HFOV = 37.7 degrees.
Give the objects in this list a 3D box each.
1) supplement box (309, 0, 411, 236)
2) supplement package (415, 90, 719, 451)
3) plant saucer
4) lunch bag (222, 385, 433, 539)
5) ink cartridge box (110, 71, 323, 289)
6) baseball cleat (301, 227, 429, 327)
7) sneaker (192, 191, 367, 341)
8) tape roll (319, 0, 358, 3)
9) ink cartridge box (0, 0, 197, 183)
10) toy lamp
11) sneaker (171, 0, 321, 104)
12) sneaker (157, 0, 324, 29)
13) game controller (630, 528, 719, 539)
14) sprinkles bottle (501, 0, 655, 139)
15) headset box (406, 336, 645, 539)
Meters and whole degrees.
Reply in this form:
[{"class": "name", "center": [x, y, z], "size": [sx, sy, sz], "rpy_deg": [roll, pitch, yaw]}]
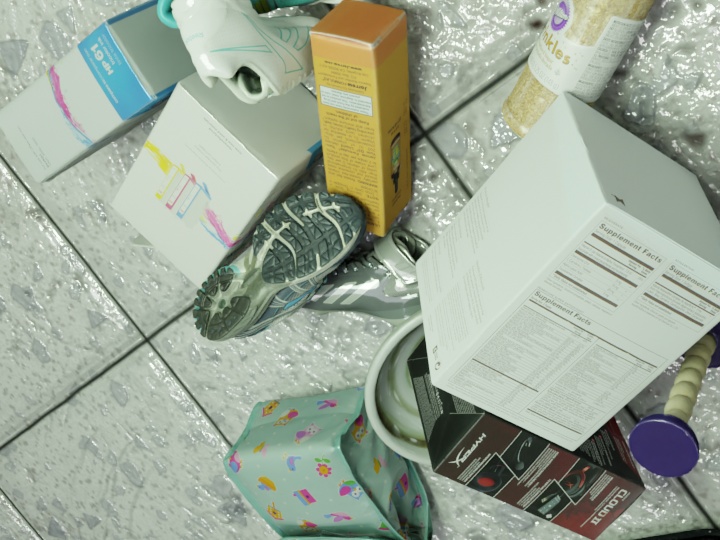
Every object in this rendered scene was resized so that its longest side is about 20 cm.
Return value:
[{"class": "supplement box", "center": [0.004, -0.131, 0.933], "size": [0.068, 0.067, 0.201], "rpy_deg": [15, 134, 24]}, {"class": "supplement package", "center": [0.164, 0.004, 0.830], "size": [0.150, 0.152, 0.200], "rpy_deg": [26, 123, -22]}, {"class": "plant saucer", "center": [0.099, 0.098, 1.012], "size": [0.198, 0.050, 0.202], "rpy_deg": [-4, 123, -7]}, {"class": "lunch bag", "center": [-0.027, 0.240, 1.162], "size": [0.169, 0.122, 0.201], "rpy_deg": [-11, 119, 33]}, {"class": "ink cartridge box", "center": [-0.135, -0.093, 1.021], "size": [0.125, 0.129, 0.200], "rpy_deg": [42, 131, 2]}, {"class": "baseball cleat", "center": [0.000, 0.000, 1.044], "size": [0.198, 0.070, 0.107], "rpy_deg": [12, 118, 13]}, {"class": "sneaker", "center": [-0.067, -0.004, 0.995], "size": [0.199, 0.086, 0.078], "rpy_deg": [-35, 67, 24]}, {"class": "tape roll", "center": [-0.025, -0.325, 0.875], "size": [0.201, 0.037, 0.205], "rpy_deg": [15, 125, 23]}, {"class": "ink cartridge box", "center": [-0.236, -0.180, 1.018], "size": [0.199, 0.145, 0.085], "rpy_deg": [-26, 102, 39]}, {"class": "toy lamp", "center": [0.262, 0.083, 0.838], "size": [0.058, 0.200, 0.059], "rpy_deg": [16, 126, 24]}, {"class": "sneaker", "center": [-0.079, -0.177, 0.894], "size": [0.070, 0.199, 0.081], "rpy_deg": [-20, 78, 35]}, {"class": "sneaker", "center": [-0.088, -0.243, 0.887], "size": [0.199, 0.080, 0.078], "rpy_deg": [-13, 111, 36]}, {"class": "game controller", "center": [0.300, 0.311, 1.055], "size": [0.199, 0.042, 0.105], "rpy_deg": [-23, 104, 39]}, {"class": "sprinkles bottle", "center": [0.179, -0.189, 0.812], "size": [0.068, 0.068, 0.201], "rpy_deg": [33, 130, 10]}, {"class": "headset box", "center": [0.149, 0.136, 0.926], "size": [0.199, 0.149, 0.075], "rpy_deg": [26, 117, -23]}]
